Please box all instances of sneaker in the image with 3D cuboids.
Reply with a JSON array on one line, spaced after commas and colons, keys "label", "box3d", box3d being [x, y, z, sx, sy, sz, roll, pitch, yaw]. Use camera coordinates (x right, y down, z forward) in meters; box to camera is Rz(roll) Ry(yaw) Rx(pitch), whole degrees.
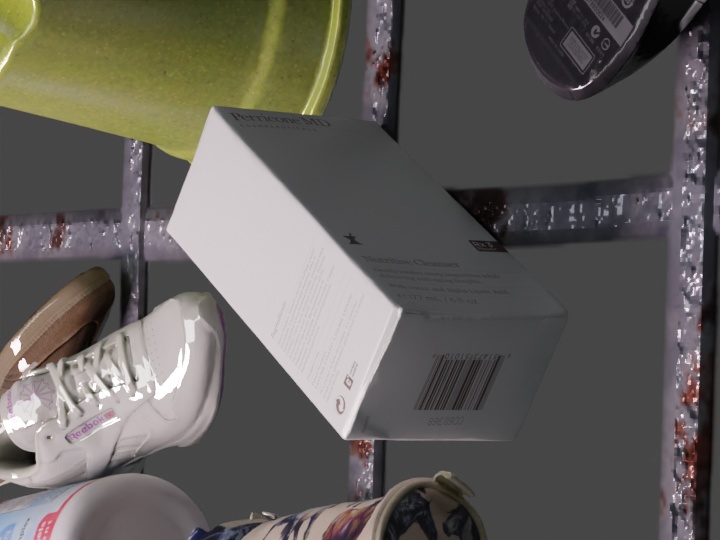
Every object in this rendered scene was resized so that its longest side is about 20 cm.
[{"label": "sneaker", "box3d": [-0.200, 0.085, 1.659, 0.076, 0.070, 0.200, 42, 114, 2]}, {"label": "sneaker", "box3d": [-0.148, 0.078, 1.546, 0.200, 0.100, 0.075, -45, 49, 41]}]

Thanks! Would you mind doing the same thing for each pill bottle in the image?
[{"label": "pill bottle", "box3d": [-0.180, 0.184, 1.571, 0.200, 0.109, 0.109, -19, 72, 52]}]

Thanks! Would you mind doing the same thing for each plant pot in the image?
[{"label": "plant pot", "box3d": [-0.137, -0.154, 1.479, 0.200, 0.184, 0.200, -8, 80, 54]}]

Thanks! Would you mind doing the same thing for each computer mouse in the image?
[{"label": "computer mouse", "box3d": [0.161, -0.143, 1.193, 0.140, 0.046, 0.200, 51, 122, 38]}]

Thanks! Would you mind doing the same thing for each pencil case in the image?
[{"label": "pencil case", "box3d": [-0.016, 0.155, 1.373, 0.200, 0.078, 0.089, -19, 56, 52]}]

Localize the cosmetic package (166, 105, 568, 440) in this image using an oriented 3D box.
[{"label": "cosmetic package", "box3d": [0.000, 0.000, 1.340, 0.200, 0.113, 0.081, 48, 124, 42]}]
